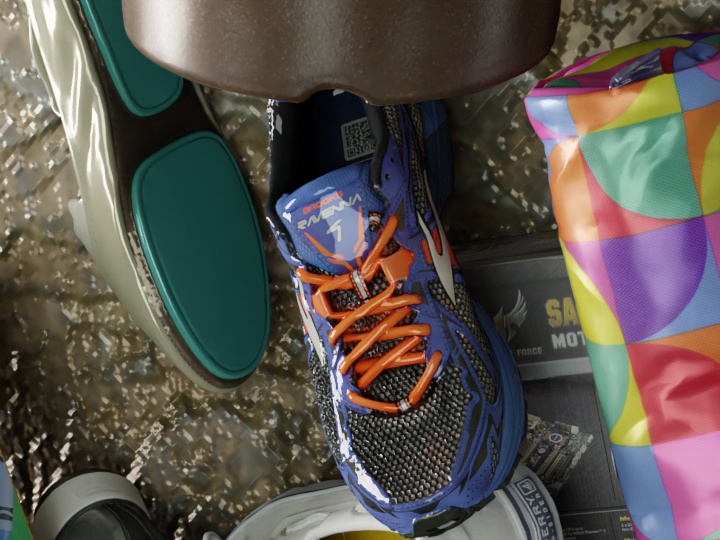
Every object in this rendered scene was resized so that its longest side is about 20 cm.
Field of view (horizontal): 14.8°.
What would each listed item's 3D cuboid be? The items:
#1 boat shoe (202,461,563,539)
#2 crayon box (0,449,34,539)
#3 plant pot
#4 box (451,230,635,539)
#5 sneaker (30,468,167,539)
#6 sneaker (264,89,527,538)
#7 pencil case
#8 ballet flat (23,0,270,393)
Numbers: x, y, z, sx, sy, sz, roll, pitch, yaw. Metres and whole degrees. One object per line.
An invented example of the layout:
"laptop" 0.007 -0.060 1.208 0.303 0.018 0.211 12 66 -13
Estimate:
"boat shoe" -0.018 0.121 1.010 0.201 0.086 0.075 -19 91 52
"crayon box" -0.190 0.088 1.079 0.119 0.058 0.201 -26 83 51
"plant pot" -0.004 -0.172 0.911 0.199 0.200 0.200 11 117 19
"box" 0.118 0.061 0.995 0.199 0.048 0.159 -8 100 24
"sneaker" -0.098 0.186 1.090 0.090 0.066 0.201 28 118 53
"sneaker" 0.000 0.000 0.957 0.075 0.078 0.201 -25 59 16
"pencil case" 0.114 0.017 0.914 0.088 0.088 0.201 -10 101 24
"ballet flat" -0.087 -0.050 1.045 0.069 0.069 0.201 -11 98 24
